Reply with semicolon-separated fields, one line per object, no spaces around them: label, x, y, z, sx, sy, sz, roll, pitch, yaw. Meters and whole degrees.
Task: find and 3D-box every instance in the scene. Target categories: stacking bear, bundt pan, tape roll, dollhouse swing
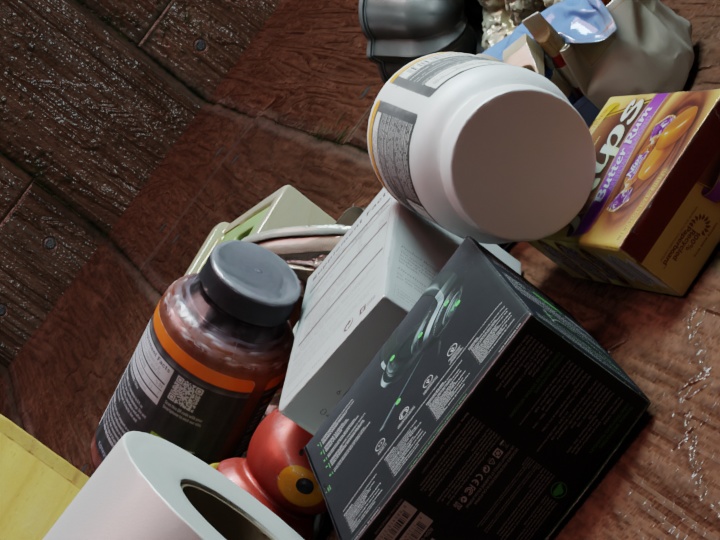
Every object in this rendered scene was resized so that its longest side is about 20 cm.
stacking bear;-0.081;0.177;1.518;0.200;0.121;0.114;-49;9;9
bundt pan;0.092;-0.242;1.953;0.075;0.202;0.202;15;63;40
tape roll;-0.109;0.215;1.370;0.139;0.202;0.203;-51;13;4
dollhouse swing;-0.311;0.255;1.978;0.182;0.200;0.176;-30;26;59

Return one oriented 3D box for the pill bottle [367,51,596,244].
pill bottle;0.078;-0.079;1.440;0.117;0.116;0.200;-52;16;0

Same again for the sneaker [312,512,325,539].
sneaker;-0.039;0.155;1.609;0.201;0.075;0.092;-59;19;9

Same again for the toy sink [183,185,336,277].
toy sink;-0.102;0.024;2.049;0.131;0.112;0.200;-59;14;-27

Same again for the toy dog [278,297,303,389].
toy dog;-0.061;0.041;1.757;0.131;0.097;0.200;-24;-1;5

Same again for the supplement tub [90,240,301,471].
supplement tub;-0.113;0.077;1.605;0.201;0.106;0.107;-60;8;29

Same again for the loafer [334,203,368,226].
loafer;0.007;-0.012;1.792;0.200;0.071;0.073;-82;12;-83

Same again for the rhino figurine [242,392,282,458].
rhino figurine;-0.063;0.128;1.752;0.087;0.060;0.200;-41;8;-29

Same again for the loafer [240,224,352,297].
loafer;0.000;0.000;1.662;0.072;0.199;0.063;33;-124;-66

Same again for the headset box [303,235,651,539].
headset box;0.061;0.091;1.321;0.174;0.093;0.200;-53;16;5

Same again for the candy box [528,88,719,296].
candy box;0.178;-0.051;1.400;0.117;0.056;0.200;-55;12;-6

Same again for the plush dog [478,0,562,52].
plush dog;0.172;-0.263;1.839;0.171;0.160;0.201;24;77;49

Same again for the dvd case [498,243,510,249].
dvd case;0.112;-0.060;1.725;0.200;0.025;0.151;-45;16;33

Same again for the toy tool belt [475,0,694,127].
toy tool belt;0.132;-0.147;1.590;0.199;0.123;0.125;-34;21;22

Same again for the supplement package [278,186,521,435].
supplement package;0.031;0.043;1.525;0.117;0.117;0.200;-49;13;23
